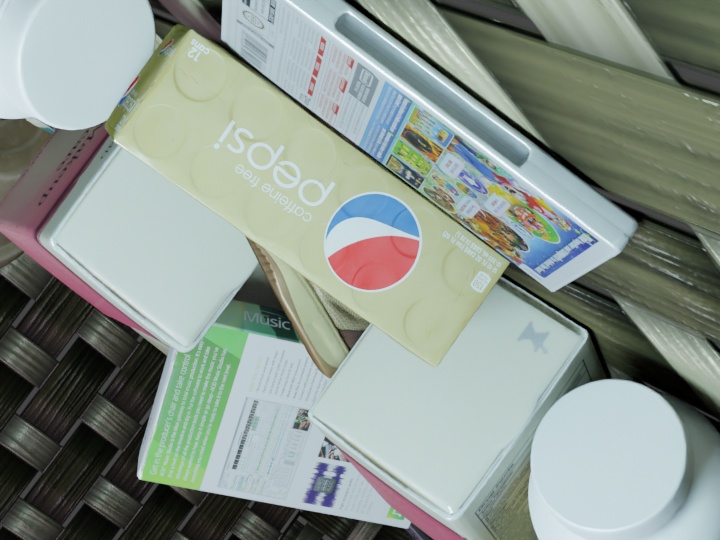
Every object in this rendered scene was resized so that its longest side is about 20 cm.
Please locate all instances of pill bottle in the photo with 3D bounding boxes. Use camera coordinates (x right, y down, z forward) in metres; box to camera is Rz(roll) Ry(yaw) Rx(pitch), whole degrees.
[{"bbox_3d":[-0.198,-0.145,0.943,0.199,0.109,0.109,29,169,39],"label":"pill bottle"},{"bbox_3d":[0.155,0.131,0.983,0.112,0.112,0.200,32,170,30],"label":"pill bottle"}]

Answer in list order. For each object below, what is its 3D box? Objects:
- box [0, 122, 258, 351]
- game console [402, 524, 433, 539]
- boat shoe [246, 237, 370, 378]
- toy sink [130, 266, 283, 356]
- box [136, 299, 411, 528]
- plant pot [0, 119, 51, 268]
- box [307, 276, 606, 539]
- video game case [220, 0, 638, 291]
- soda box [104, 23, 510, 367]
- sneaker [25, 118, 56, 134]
[{"bbox_3d":[-0.136,-0.041,1.124,0.109,0.128,0.200,40,170,-20],"label":"box"},{"bbox_3d":[0.071,0.180,1.493,0.200,0.176,0.116,47,142,-9],"label":"game console"},{"bbox_3d":[-0.033,-0.037,1.004,0.201,0.072,0.072,64,176,-21],"label":"boat shoe"},{"bbox_3d":[-0.048,0.052,1.317,0.200,0.131,0.112,40,171,-27],"label":"toy sink"},{"bbox_3d":[-0.040,0.097,1.228,0.199,0.145,0.036,12,-147,-13],"label":"box"},{"bbox_3d":[-0.307,-0.104,1.421,0.200,0.201,0.174,39,154,-16],"label":"plant pot"},{"bbox_3d":[0.069,0.091,1.057,0.109,0.128,0.200,33,170,24],"label":"box"},{"bbox_3d":[0.023,-0.064,0.793,0.200,0.018,0.143,37,171,0],"label":"video game case"},{"bbox_3d":[-0.027,-0.038,0.899,0.200,0.068,0.064,36,-178,-16],"label":"soda box"},{"bbox_3d":[-0.235,-0.146,1.206,0.093,0.071,0.200,27,171,22],"label":"sneaker"}]
